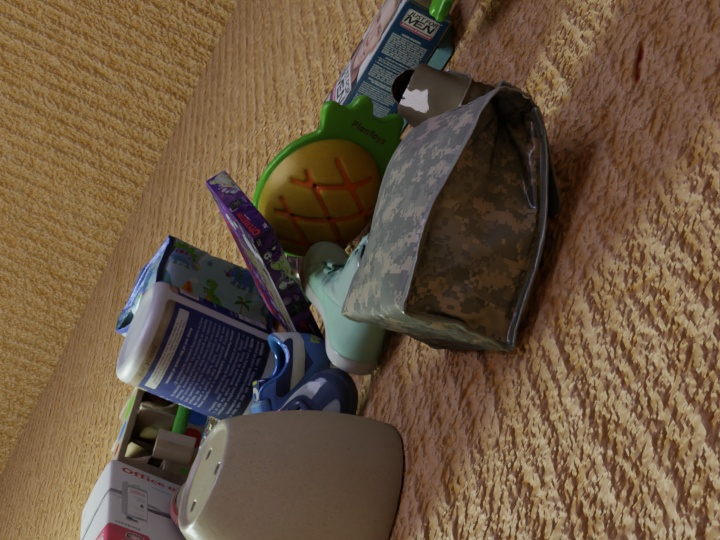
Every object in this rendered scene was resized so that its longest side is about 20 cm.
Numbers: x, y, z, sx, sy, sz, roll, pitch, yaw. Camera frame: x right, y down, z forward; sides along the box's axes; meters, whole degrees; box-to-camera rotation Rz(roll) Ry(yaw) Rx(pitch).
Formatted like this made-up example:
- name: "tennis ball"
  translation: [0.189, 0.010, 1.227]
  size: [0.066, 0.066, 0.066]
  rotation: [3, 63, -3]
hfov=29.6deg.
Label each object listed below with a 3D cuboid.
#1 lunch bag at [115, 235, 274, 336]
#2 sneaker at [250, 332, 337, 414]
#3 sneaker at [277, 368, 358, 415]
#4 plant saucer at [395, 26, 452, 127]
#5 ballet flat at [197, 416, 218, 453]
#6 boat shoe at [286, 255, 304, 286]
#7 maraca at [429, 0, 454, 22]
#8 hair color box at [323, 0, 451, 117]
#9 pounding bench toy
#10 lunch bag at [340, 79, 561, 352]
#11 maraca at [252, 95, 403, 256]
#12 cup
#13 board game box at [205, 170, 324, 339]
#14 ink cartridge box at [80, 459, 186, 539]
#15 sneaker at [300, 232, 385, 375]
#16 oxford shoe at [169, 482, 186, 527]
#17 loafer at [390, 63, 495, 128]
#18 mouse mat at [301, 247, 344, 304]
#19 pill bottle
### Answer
- name: "lunch bag"
  translation: [-0.216, 0.061, 1.782]
  size: [0.200, 0.170, 0.128]
  rotation: [-47, 25, 53]
- name: "sneaker"
  translation: [-0.081, 0.155, 1.382]
  size: [0.074, 0.082, 0.201]
  rotation: [-27, 44, 63]
- name: "sneaker"
  translation: [-0.080, 0.176, 1.292]
  size: [0.200, 0.070, 0.082]
  rotation: [-53, -22, 9]
- name: "plant saucer"
  translation: [0.048, -0.193, 1.575]
  size: [0.200, 0.019, 0.070]
  rotation: [-57, 18, 32]
- name: "ballet flat"
  translation: [-0.146, 0.170, 1.624]
  size: [0.064, 0.076, 0.201]
  rotation: [-17, 47, 28]
- name: "boat shoe"
  translation: [-0.041, -0.062, 1.589]
  size: [0.067, 0.072, 0.201]
  rotation: [3, 54, 34]
- name: "maraca"
  translation: [0.114, -0.352, 1.426]
  size: [0.137, 0.107, 0.201]
  rotation: [130, 158, -63]
- name: "hair color box"
  translation: [0.027, -0.236, 1.564]
  size: [0.200, 0.060, 0.100]
  rotation: [-56, 19, 28]
- name: "pounding bench toy"
  translation: [-0.232, 0.202, 1.688]
  size: [0.200, 0.124, 0.156]
  rotation: [126, 161, -51]
- name: "lunch bag"
  translation: [0.079, -0.043, 1.089]
  size: [0.164, 0.117, 0.201]
  rotation: [170, 118, -72]
- name: "maraca"
  translation: [-0.033, -0.098, 1.468]
  size: [0.200, 0.137, 0.107]
  rotation: [-52, 35, 19]
- name: "cup"
  translation: [-0.072, 0.201, 1.180]
  size: [0.201, 0.143, 0.201]
  rotation: [-56, 19, 30]
- name: "board game box"
  translation: [-0.095, 0.000, 1.426]
  size: [0.032, 0.200, 0.120]
  rotation: [-29, 43, -7]
- name: "ink cartridge box"
  translation: [-0.237, 0.313, 1.537]
  size: [0.083, 0.146, 0.200]
  rotation: [-61, 17, 13]
- name: "sneaker"
  translation: [0.000, 0.000, 1.347]
  size: [0.201, 0.073, 0.119]
  rotation: [-112, 40, -55]
- name: "oxford shoe"
  translation: [-0.156, 0.270, 1.497]
  size: [0.074, 0.071, 0.200]
  rotation: [-60, 26, 4]
- name: "loafer"
  translation: [0.076, -0.164, 1.355]
  size: [0.076, 0.067, 0.200]
  rotation: [-66, 16, 0]
- name: "mouse mat"
  translation: [-0.054, -0.031, 1.692]
  size: [0.161, 0.008, 0.200]
  rotation: [-58, 17, 27]
- name: "pill bottle"
  translation: [-0.152, 0.100, 1.472]
  size: [0.116, 0.199, 0.116]
  rotation: [-58, 17, 28]
